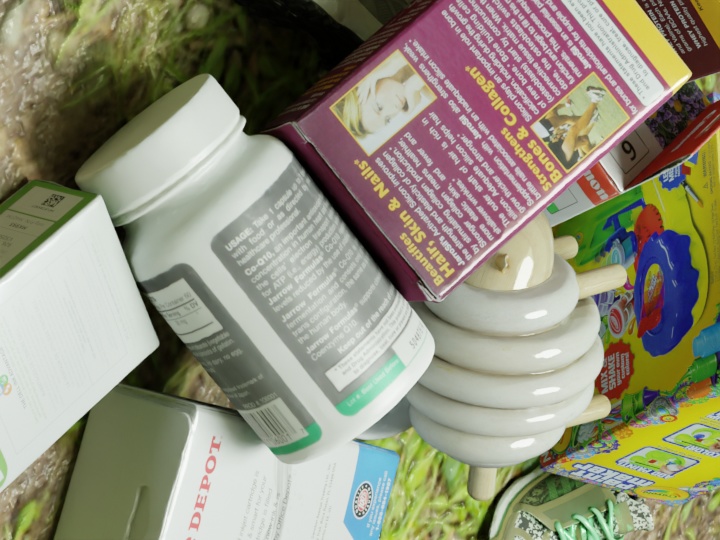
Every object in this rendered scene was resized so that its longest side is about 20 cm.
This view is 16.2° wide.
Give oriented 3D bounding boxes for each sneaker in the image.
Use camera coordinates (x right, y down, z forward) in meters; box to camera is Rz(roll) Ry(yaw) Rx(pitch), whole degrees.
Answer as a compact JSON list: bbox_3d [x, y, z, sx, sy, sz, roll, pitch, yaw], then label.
[{"bbox_3d":[0.160,0.171,1.782,0.200,0.088,0.077,-49,134,-30],"label":"sneaker"},{"bbox_3d":[0.000,-0.162,1.502,0.200,0.074,0.080,36,67,-49],"label":"sneaker"}]

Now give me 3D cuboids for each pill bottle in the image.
[{"bbox_3d":[-0.059,-0.002,1.389,0.200,0.113,0.113,53,56,-13],"label":"pill bottle"}]

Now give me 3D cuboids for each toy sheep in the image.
[{"bbox_3d":[0.086,0.051,1.520,0.138,0.138,0.201,-24,124,-45],"label":"toy sheep"}]

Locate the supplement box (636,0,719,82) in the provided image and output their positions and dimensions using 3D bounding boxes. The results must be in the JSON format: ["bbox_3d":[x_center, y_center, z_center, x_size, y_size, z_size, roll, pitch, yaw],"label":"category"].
[{"bbox_3d":[0.151,-0.217,1.520,0.133,0.200,0.198,-43,106,-35],"label":"supplement box"}]

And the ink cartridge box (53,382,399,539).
[{"bbox_3d":[-0.081,0.154,1.480,0.200,0.084,0.145,19,85,-52],"label":"ink cartridge box"}]

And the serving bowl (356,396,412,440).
[{"bbox_3d":[0.000,0.000,1.552,0.200,0.066,0.201,-18,114,-47],"label":"serving bowl"}]

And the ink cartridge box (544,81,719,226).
[{"bbox_3d":[0.158,-0.085,1.583,0.109,0.200,0.050,-42,99,-37],"label":"ink cartridge box"}]

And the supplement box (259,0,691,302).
[{"bbox_3d":[0.064,-0.093,1.424,0.200,0.103,0.131,-40,99,-10],"label":"supplement box"}]

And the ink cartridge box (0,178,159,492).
[{"bbox_3d":[-0.202,0.052,1.319,0.200,0.059,0.104,-44,131,-34],"label":"ink cartridge box"}]

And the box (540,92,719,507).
[{"bbox_3d":[0.219,0.024,1.657,0.122,0.193,0.201,17,59,-30],"label":"box"}]
